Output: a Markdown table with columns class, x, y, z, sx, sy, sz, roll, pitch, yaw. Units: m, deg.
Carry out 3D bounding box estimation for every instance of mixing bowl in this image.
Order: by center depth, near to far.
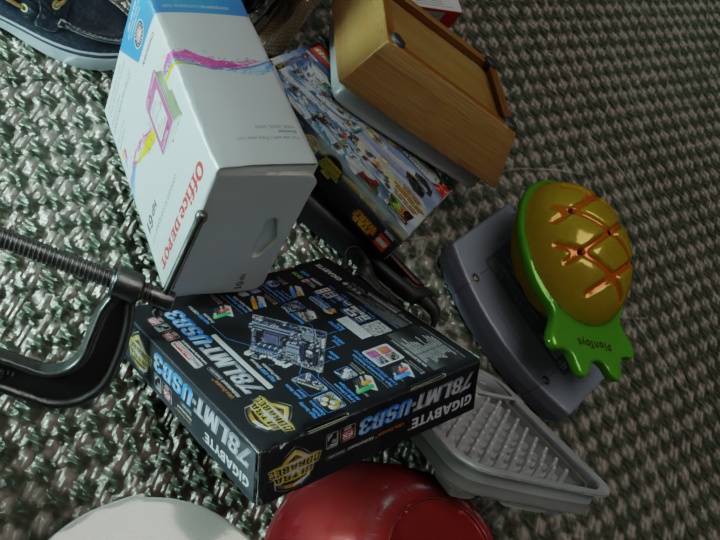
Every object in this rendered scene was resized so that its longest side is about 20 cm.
| class | x | y | z | sx | sy | sz | roll | pitch | yaw |
| --- | --- | --- | --- | --- | --- | --- | --- | --- | --- |
| mixing bowl | 0.033 | 0.229 | 0.665 | 0.197 | 0.108 | 0.204 | 15 | 58 | -26 |

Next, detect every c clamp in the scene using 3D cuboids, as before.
| class | x | y | z | sx | sy | sz | roll | pitch | yaw |
| --- | --- | --- | --- | --- | --- | --- | --- | --- | --- |
| c clamp | -0.222 | 0.008 | 0.600 | 0.196 | 0.174 | 0.027 | 16 | 19 | -17 |

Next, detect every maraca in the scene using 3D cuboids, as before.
| class | x | y | z | sx | sy | sz | roll | pitch | yaw |
| --- | --- | --- | --- | --- | --- | --- | --- | --- | --- |
| maraca | 0.205 | 0.006 | 0.845 | 0.135 | 0.107 | 0.204 | 8 | 63 | -29 |

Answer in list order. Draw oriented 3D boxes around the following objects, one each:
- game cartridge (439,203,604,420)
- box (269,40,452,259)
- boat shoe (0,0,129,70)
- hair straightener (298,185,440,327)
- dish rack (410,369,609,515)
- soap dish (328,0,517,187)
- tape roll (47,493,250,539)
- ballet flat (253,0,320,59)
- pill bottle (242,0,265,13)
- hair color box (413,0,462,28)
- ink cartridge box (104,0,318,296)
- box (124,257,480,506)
| class | x | y | z | sx | sy | sz | roll | pitch | yaw |
| --- | --- | --- | --- | --- | --- | --- | --- | --- | --- |
| game cartridge | 0.166 | 0.042 | 0.893 | 0.132 | 0.040 | 0.202 | -30 | 84 | -43 |
| box | -0.010 | -0.118 | 0.829 | 0.200 | 0.040 | 0.137 | 48 | 32 | 0 |
| boat shoe | -0.260 | -0.236 | 0.725 | 0.197 | 0.091 | 0.072 | 18 | 57 | -24 |
| hair straightener | 0.000 | 0.000 | 0.812 | 0.201 | 0.041 | 0.077 | 49 | 51 | -7 |
| dish rack | 0.090 | 0.131 | 0.729 | 0.169 | 0.044 | 0.200 | 20 | 14 | -31 |
| soap dish | 0.062 | -0.188 | 0.879 | 0.198 | 0.081 | 0.159 | 29 | 35 | -27 |
| tape roll | -0.139 | 0.251 | 0.577 | 0.199 | 0.037 | 0.207 | 11 | 63 | -22 |
| ballet flat | -0.063 | -0.254 | 0.882 | 0.046 | 0.067 | 0.201 | 48 | 52 | -20 |
| pill bottle | -0.119 | -0.315 | 0.844 | 0.111 | 0.112 | 0.202 | 32 | 53 | -14 |
| hair color box | 0.030 | -0.359 | 0.994 | 0.109 | 0.064 | 0.204 | -2 | 69 | -32 |
| ink cartridge box | -0.122 | -0.103 | 0.684 | 0.083 | 0.145 | 0.202 | -6 | 56 | -33 |
| box | -0.047 | 0.066 | 0.662 | 0.196 | 0.051 | 0.199 | -17 | 34 | -36 |
